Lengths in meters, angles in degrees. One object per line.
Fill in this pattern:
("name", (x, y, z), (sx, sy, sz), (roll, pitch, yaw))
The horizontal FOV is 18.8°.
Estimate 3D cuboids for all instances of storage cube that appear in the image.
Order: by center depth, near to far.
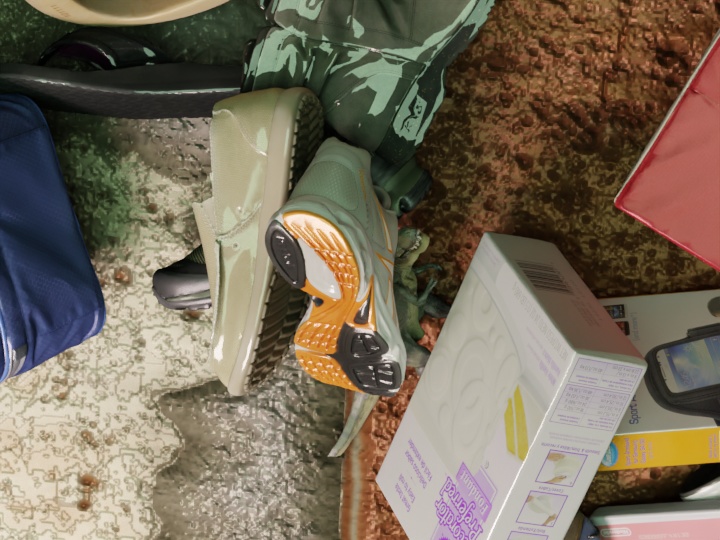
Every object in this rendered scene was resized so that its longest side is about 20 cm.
("storage cube", (0.279, -0.076, 1.324), (0.179, 0.200, 0.171), (32, 107, 3))

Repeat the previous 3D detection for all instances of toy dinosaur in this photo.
("toy dinosaur", (0.036, 0.045, 1.456), (0.088, 0.048, 0.201), (4, 125, -13))

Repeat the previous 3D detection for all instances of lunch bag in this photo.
("lunch bag", (-0.271, -0.019, 1.404), (0.136, 0.132, 0.201), (-7, 107, 41))

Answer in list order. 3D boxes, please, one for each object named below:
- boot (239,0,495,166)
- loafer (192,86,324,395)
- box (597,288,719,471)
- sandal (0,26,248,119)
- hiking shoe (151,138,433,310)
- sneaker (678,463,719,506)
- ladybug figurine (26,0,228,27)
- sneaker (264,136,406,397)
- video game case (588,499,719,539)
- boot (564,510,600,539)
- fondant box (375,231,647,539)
("boot", (0.013, -0.175, 1.365), (0.130, 0.068, 0.200), (28, 93, -8))
("loafer", (-0.070, -0.022, 1.366), (0.068, 0.076, 0.201), (15, 104, 21))
("box", (0.214, 0.068, 1.404), (0.199, 0.119, 0.042), (-4, 136, 4))
("sandal", (-0.146, -0.130, 1.424), (0.200, 0.075, 0.048), (2, 77, -3))
("hiking shoe", (-0.057, -0.047, 1.436), (0.200, 0.076, 0.101), (-27, 93, 4))
("sneaker", (0.324, 0.149, 1.435), (0.200, 0.084, 0.121), (-31, 96, 21))
("ladybug figurine", (-0.129, -0.216, 1.366), (0.199, 0.136, 0.072), (-14, 62, 26))
("sneaker", (0.000, 0.000, 1.366), (0.075, 0.092, 0.200), (12, 145, 17))
("video game case", (0.246, 0.245, 1.466), (0.143, 0.017, 0.201), (-10, 110, 43))
("boot", (0.119, 0.156, 1.483), (0.097, 0.075, 0.201), (10, 99, -22))
("fondant box", (0.091, 0.098, 1.386), (0.058, 0.144, 0.201), (9, 117, -27))
